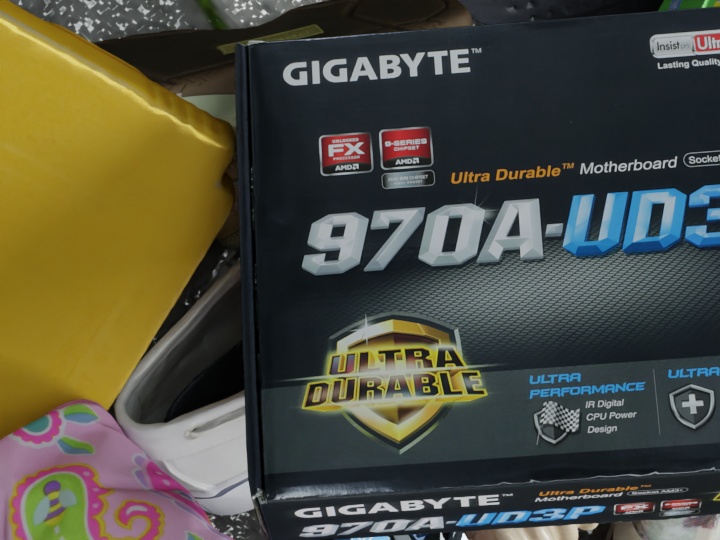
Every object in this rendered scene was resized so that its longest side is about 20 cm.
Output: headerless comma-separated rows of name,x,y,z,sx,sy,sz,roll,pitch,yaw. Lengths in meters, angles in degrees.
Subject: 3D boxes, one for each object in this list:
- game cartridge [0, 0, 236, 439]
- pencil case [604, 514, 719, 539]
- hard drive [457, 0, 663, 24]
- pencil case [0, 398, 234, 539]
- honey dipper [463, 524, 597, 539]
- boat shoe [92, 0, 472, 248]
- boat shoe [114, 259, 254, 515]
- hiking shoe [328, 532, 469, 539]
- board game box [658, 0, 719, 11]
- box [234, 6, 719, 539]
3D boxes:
game cartridge,-0.161,-0.016,0.879,0.199,0.032,0.177,29,105,-18
pencil case,0.131,0.069,0.946,0.077,0.090,0.201,15,117,6
hard drive,0.088,-0.142,0.963,0.199,0.135,0.042,20,37,-27
pencil case,-0.052,0.121,0.835,0.087,0.200,0.088,-31,139,-32
honey dipper,0.004,0.125,0.891,0.200,0.038,0.038,-38,99,-18
boat shoe,-0.052,-0.042,0.938,0.199,0.072,0.077,-10,114,-9
boat shoe,0.000,0.000,0.915,0.200,0.072,0.066,-37,143,4
hiking shoe,0.014,0.060,0.951,0.086,0.074,0.201,12,83,-20
board game box,0.211,-0.090,0.951,0.200,0.029,0.135,32,80,-25
box,0.062,-0.001,0.849,0.199,0.046,0.160,-4,67,3
